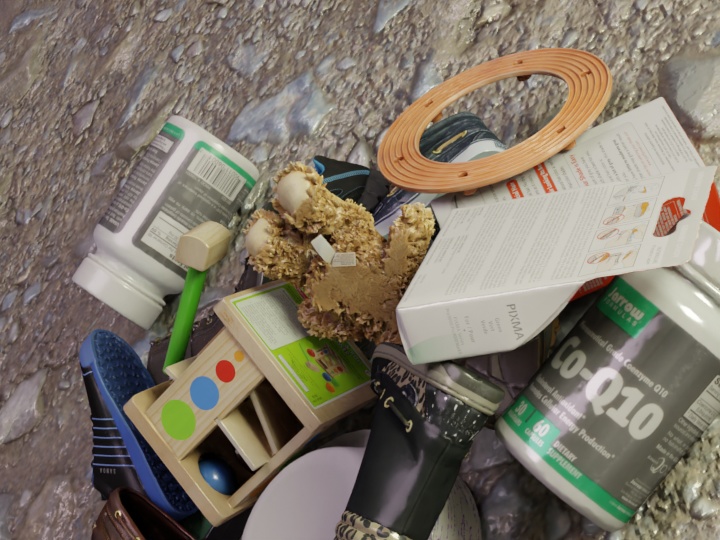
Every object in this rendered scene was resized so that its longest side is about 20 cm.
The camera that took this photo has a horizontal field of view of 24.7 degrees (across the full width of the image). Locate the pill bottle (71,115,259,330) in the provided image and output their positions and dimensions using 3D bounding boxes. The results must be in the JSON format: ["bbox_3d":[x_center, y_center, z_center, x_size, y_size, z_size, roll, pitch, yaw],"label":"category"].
[{"bbox_3d":[-0.201,-0.048,1.681,0.200,0.113,0.113,-56,36,-4],"label":"pill bottle"}]

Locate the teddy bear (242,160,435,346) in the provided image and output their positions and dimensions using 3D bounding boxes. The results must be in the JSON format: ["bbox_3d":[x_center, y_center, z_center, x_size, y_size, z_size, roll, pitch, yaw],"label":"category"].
[{"bbox_3d":[0.000,0.000,1.280,0.067,0.199,0.146,-41,-29,-68],"label":"teddy bear"}]

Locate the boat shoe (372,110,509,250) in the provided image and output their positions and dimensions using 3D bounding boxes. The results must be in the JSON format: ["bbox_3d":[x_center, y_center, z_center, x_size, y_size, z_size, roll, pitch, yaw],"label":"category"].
[{"bbox_3d":[0.043,-0.046,1.384,0.200,0.071,0.091,-41,29,10],"label":"boat shoe"}]

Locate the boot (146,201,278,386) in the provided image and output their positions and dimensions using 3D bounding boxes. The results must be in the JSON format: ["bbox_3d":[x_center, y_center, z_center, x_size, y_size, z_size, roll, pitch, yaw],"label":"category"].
[{"bbox_3d":[-0.129,0.047,1.490,0.174,0.069,0.201,-22,52,35],"label":"boot"}]

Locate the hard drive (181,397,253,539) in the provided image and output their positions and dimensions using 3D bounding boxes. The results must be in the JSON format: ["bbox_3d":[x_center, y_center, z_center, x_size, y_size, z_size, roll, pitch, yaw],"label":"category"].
[{"bbox_3d":[-0.146,0.170,1.503,0.140,0.038,0.200,-58,35,-5],"label":"hard drive"}]

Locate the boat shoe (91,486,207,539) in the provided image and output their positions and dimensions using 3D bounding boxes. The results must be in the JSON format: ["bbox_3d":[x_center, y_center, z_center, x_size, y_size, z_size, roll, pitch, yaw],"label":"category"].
[{"bbox_3d":[-0.144,0.250,1.349,0.200,0.070,0.071,30,103,26],"label":"boat shoe"}]

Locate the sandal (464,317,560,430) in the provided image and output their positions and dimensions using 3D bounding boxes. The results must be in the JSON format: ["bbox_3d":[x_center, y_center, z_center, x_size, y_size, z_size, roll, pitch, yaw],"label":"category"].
[{"bbox_3d":[0.128,0.044,1.281,0.081,0.055,0.201,-6,51,23],"label":"sandal"}]

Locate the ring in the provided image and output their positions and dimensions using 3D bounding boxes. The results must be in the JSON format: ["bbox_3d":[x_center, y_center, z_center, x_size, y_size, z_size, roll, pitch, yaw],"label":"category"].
[{"bbox_3d":[0.108,-0.118,1.322,0.200,0.019,0.201,-20,29,12],"label":"ring"}]

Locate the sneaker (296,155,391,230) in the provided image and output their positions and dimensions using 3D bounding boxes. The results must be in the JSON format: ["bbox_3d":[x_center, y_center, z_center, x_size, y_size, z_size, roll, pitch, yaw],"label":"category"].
[{"bbox_3d":[-0.036,-0.029,1.460,0.200,0.082,0.073,-63,-4,-51],"label":"sneaker"}]

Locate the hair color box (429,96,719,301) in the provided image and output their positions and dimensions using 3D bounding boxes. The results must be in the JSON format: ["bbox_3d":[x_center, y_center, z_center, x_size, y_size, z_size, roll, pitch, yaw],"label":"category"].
[{"bbox_3d":[0.164,-0.041,1.255,0.199,0.064,0.111,-23,41,5],"label":"hair color box"}]

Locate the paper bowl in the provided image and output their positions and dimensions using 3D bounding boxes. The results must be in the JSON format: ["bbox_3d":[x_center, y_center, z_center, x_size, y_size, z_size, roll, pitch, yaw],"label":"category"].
[{"bbox_3d":[-0.013,0.216,1.258,0.200,0.104,0.201,-29,42,29],"label":"paper bowl"}]

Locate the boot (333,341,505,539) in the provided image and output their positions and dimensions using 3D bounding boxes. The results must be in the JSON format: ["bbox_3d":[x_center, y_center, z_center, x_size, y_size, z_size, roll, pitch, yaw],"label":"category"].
[{"bbox_3d":[0.022,0.134,1.165,0.154,0.073,0.204,-64,12,-7],"label":"boot"}]

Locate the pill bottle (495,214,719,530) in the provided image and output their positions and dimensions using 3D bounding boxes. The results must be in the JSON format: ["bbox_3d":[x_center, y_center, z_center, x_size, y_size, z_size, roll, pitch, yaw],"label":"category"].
[{"bbox_3d":[0.194,0.068,1.123,0.200,0.113,0.113,-51,36,4],"label":"pill bottle"}]

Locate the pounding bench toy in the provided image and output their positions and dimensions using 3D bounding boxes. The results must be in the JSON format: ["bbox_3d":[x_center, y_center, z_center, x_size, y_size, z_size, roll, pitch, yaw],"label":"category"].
[{"bbox_3d":[-0.113,0.080,1.346,0.156,0.124,0.200,-44,79,26],"label":"pounding bench toy"}]

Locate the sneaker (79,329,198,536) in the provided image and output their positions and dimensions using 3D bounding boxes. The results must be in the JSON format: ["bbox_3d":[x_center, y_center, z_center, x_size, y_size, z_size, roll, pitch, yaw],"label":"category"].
[{"bbox_3d":[-0.214,0.151,1.462,0.078,0.070,0.200,-40,61,26],"label":"sneaker"}]

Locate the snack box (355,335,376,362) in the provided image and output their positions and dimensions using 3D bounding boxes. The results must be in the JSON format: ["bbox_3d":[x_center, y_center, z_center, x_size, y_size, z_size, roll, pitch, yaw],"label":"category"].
[{"bbox_3d":[0.066,0.003,1.400,0.200,0.037,0.116,-48,34,8],"label":"snack box"}]

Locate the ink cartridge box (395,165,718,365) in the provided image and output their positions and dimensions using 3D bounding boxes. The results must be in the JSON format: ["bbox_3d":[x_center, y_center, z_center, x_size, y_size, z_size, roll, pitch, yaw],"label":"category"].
[{"bbox_3d":[0.138,-0.006,1.111,0.199,0.050,0.161,-8,24,22],"label":"ink cartridge box"}]
